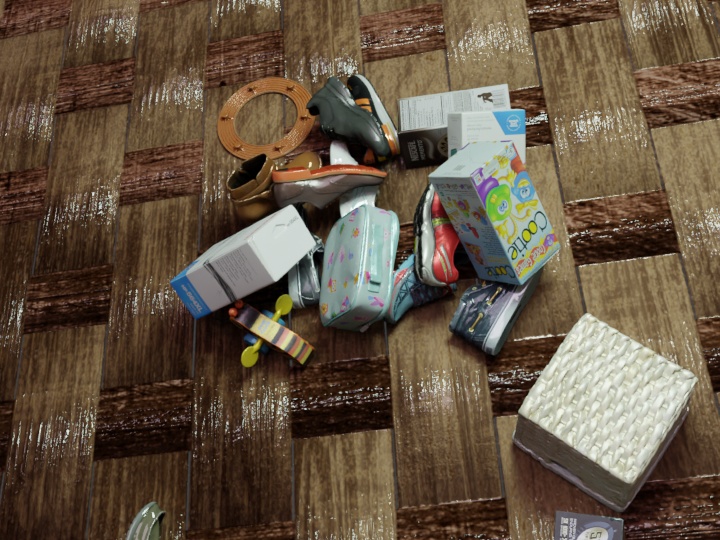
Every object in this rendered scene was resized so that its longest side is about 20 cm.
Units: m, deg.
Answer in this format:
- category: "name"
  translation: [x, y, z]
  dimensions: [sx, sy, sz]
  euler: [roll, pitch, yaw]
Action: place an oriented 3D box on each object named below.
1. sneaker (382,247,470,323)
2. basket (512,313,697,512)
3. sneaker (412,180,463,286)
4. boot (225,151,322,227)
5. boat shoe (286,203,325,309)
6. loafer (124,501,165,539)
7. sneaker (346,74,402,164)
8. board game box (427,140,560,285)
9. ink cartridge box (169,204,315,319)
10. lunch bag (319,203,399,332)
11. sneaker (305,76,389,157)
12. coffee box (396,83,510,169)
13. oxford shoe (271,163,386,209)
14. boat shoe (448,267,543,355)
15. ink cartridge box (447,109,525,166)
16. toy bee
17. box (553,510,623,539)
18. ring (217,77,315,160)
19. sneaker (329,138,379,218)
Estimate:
- category: "sneaker"
  translation: [0.113, 0.014, 1.461]
  dimensions: [0.095, 0.079, 0.200]
  euler: [32, 74, 22]
- category: "basket"
  translation: [0.348, 0.205, 1.266]
  dimensions: [0.198, 0.161, 0.200]
  euler: [32, 75, 24]
- category: "sneaker"
  translation: [0.133, -0.064, 1.440]
  dimensions: [0.085, 0.077, 0.201]
  euler: [9, 66, -10]
- category: "boot"
  translation: [-0.155, -0.172, 1.570]
  dimensions: [0.200, 0.155, 0.077]
  euler: [-43, 62, -11]
- category: "boat shoe"
  translation: [-0.092, -0.032, 1.532]
  dimensions: [0.068, 0.072, 0.201]
  euler: [-9, 64, 10]
- category: "loafer"
  translation: [-0.329, 0.457, 1.337]
  dimensions: [0.069, 0.075, 0.201]
  euler: [11, 70, 4]
- category: "sneaker"
  translation: [0.001, -0.285, 1.644]
  dimensions: [0.090, 0.070, 0.200]
  euler: [-25, 63, -5]
- category: "board game box"
  translation: [0.212, -0.091, 1.373]
  dimensions: [0.103, 0.200, 0.105]
  euler: [-40, 25, -23]
- category: "ink cartridge box"
  translation: [-0.194, -0.014, 1.454]
  dimensions: [0.200, 0.084, 0.146]
  euler: [-23, 15, 36]
- category: "lunch bag"
  translation: [0.000, 0.000, 1.440]
  dimensions: [0.077, 0.160, 0.201]
  euler: [15, 67, -25]
- category: "sneaker"
  translation: [-0.022, -0.259, 1.572]
  dimensions: [0.091, 0.076, 0.200]
  euler: [-39, 58, -3]
- category: "coffee box"
  translation: [0.170, -0.256, 1.570]
  dimensions: [0.199, 0.113, 0.080]
  euler: [-7, 62, 9]
- category: "oxford shoe"
  translation: [-0.052, -0.146, 1.524]
  dimensions: [0.199, 0.071, 0.073]
  euler: [-4, 103, -6]
- category: "boat shoe"
  translation: [0.225, 0.034, 1.430]
  dimensions: [0.091, 0.071, 0.201]
  euler: [27, 72, 21]
- category: "ink cartridge box"
  translation: [0.211, -0.165, 1.461]
  dimensions: [0.116, 0.067, 0.201]
  euler: [-6, 102, -16]
- category: "toy bee"
  translation: [-0.177, 0.097, 1.463]
  dimensions: [0.199, 0.109, 0.131]
  euler: [5, 68, 15]
- category: "box"
  translation: [0.292, 0.420, 1.141]
  dimensions: [0.086, 0.200, 0.164]
  euler: [4, 63, 15]
- category: "ring"
  translation: [-0.187, -0.302, 1.723]
  dimensions: [0.200, 0.019, 0.201]
  euler: [-5, 62, 10]
- category: "sneaker"
  translation: [-0.009, -0.154, 1.586]
  dimensions: [0.080, 0.070, 0.201]
  euler: [-13, 69, -1]
